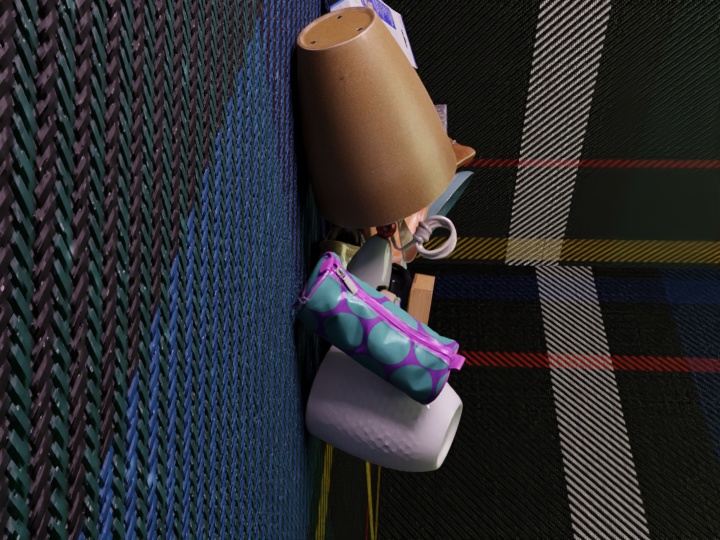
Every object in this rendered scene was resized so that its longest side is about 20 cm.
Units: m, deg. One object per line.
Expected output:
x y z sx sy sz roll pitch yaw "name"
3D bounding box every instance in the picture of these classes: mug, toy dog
0.044 0.185 0.967 0.150 0.172 0.200 -67 160 -6 "mug"
0.024 -0.017 0.936 0.200 0.132 0.096 -47 176 0 "toy dog"

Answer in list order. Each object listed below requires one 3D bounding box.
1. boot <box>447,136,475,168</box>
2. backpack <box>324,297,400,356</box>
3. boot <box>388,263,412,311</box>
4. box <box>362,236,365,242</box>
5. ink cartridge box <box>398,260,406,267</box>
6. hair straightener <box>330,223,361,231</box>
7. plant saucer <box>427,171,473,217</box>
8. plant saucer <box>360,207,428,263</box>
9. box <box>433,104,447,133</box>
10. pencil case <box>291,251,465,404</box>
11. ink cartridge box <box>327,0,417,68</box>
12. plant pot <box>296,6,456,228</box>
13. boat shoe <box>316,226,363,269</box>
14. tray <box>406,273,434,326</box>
0.087 -0.216 1.325 0.200 0.186 0.069 -44 150 -34 "boot"
0.003 0.124 1.122 0.163 0.150 0.205 -38 116 -76 "backpack"
0.026 0.077 1.252 0.165 0.064 0.204 -132 -132 -57 "boot"
-0.010 -0.102 1.267 0.202 0.047 0.119 88 -3 -50 "box"
0.052 -0.007 1.335 0.201 0.049 0.111 77 18 -60 "ink cartridge box"
-0.018 -0.115 1.101 0.041 0.076 0.201 60 -8 32 "hair straightener"
0.144 -0.113 1.381 0.201 0.027 0.200 -51 173 -9 "plant saucer"
0.050 -0.115 1.093 0.199 0.037 0.205 -33 129 -52 "plant saucer"
0.072 -0.240 1.427 0.050 0.195 0.162 55 36 -76 "box"
0.019 0.068 0.844 0.093 0.198 0.086 -49 -172 51 "pencil case"
0.017 -0.361 1.074 0.199 0.039 0.102 5 67 -61 "ink cartridge box"
0.003 -0.188 0.837 0.188 0.182 0.202 -84 159 -48 "plant pot"
-0.021 -0.030 1.051 0.200 0.072 0.071 -65 162 -77 "boat shoe"
0.082 0.116 1.125 0.099 0.036 0.205 -59 158 -75 "tray"
